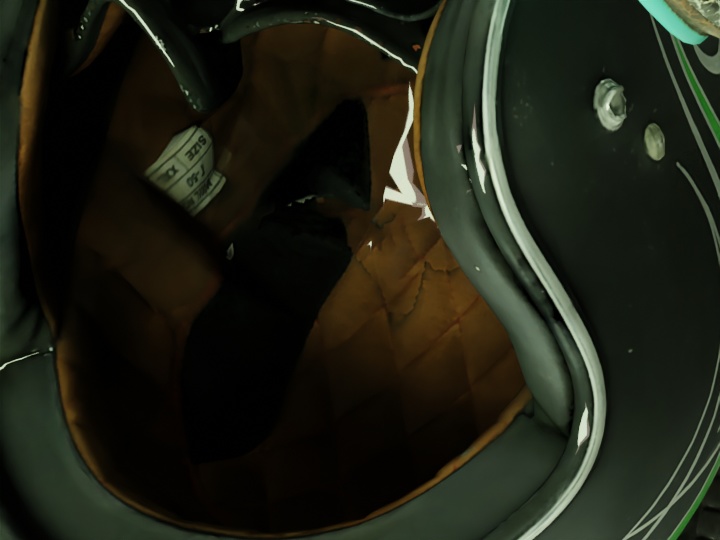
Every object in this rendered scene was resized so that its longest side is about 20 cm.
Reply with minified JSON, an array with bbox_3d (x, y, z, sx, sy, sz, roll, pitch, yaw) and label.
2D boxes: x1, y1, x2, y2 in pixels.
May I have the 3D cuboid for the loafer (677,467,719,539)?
[{"bbox_3d":[0.068,0.103,0.737,0.073,0.200,0.071,-13,143,-6],"label":"loafer"}]

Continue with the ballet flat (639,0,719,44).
[{"bbox_3d":[0.019,-0.133,0.537,0.200,0.068,0.075,45,106,4],"label":"ballet flat"}]

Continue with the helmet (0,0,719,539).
[{"bbox_3d":[0.000,0.000,0.660,0.200,0.200,0.191,7,115,28],"label":"helmet"}]
